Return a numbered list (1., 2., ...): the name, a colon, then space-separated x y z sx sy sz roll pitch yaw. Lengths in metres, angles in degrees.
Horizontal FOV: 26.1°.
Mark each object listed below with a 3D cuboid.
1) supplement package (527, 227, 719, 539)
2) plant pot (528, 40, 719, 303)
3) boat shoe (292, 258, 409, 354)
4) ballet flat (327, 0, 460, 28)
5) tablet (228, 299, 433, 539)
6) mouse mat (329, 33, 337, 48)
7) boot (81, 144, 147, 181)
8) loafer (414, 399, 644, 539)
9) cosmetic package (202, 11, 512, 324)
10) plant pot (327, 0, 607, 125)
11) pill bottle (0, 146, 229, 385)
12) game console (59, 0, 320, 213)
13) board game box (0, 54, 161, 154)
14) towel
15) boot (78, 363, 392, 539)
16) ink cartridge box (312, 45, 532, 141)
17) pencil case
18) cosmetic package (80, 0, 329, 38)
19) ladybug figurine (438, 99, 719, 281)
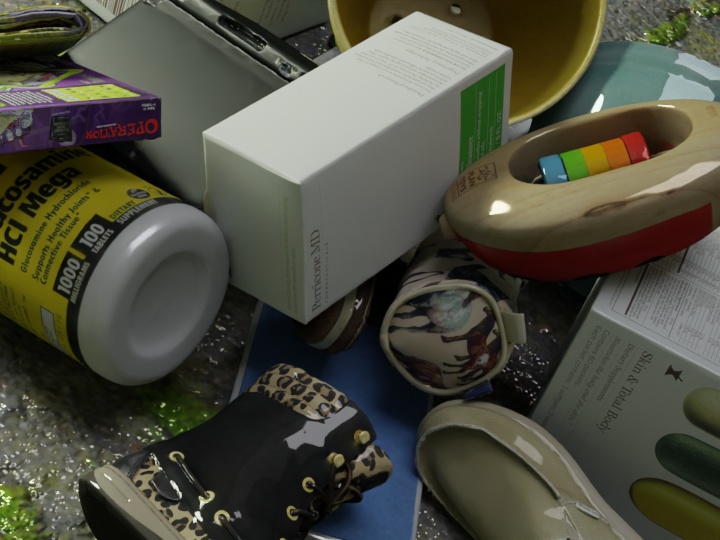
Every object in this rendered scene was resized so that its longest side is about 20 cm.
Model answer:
1. supplement package: 0.227 0.083 1.004 0.200 0.152 0.151 28 39 6
2. plant pot: 0.202 -0.050 1.140 0.200 0.200 0.134 26 64 4
3. boat shoe: 0.003 -0.005 1.053 0.075 0.075 0.203 28 28 -15
4. ballet flat: 0.056 -0.221 1.276 0.200 0.063 0.069 2 33 -47
5. tablet: -0.020 0.097 0.980 0.130 0.014 0.200 18 38 -5
6. mouse mat: 0.073 -0.136 1.304 0.160 0.008 0.200 0 43 -26
7. boot: -0.149 -0.067 1.076 0.131 0.070 0.200 -16 41 -35
8. loafer: 0.106 0.153 0.921 0.200 0.076 0.068 39 30 19
9. cosmetic package: 0.001 -0.068 0.964 0.085 0.108 0.200 27 47 31
10. plant pot: 0.064 -0.190 1.145 0.199 0.142 0.201 1 85 -10
11. pill bottle: -0.186 -0.021 0.942 0.200 0.113 0.112 27 36 29
12. game console: -0.090 -0.111 1.082 0.200 0.117 0.176 38 10 33
13. board game box: -0.211 -0.103 0.942 0.120 0.032 0.200 -4 16 -28
14. towel: -0.261 -0.150 1.026 0.143 0.023 0.200 -9 5 -17
15. boot: -0.039 0.144 0.852 0.200 0.073 0.150 36 51 27
16. ink cartridge box: 0.022 -0.110 1.204 0.162 0.057 0.200 35 42 14
17. pencil case: 0.072 0.015 1.027 0.089 0.078 0.200 6 19 9
18. cosmetic package: -0.120 -0.289 1.261 0.167 0.167 0.200 38 40 19
19. ladybug figurine: 0.147 -0.045 0.951 0.199 0.072 0.136 -14 27 7
